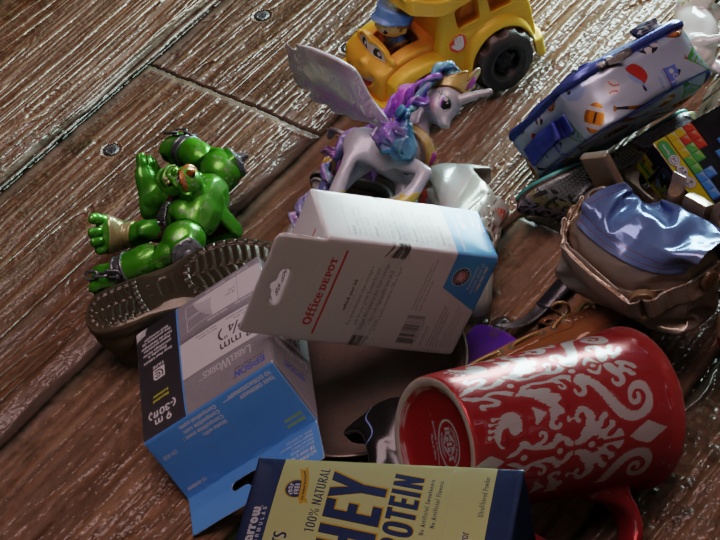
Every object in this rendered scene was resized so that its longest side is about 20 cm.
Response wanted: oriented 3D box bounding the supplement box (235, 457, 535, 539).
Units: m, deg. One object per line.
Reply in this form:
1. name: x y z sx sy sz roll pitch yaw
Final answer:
1. supplement box: 0.024 0.253 1.376 0.198 0.201 0.135 1 44 15

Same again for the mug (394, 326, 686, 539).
1. mug: 0.146 0.137 1.468 0.199 0.134 0.178 -6 52 -33

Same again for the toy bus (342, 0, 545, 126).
1. toy bus: 0.073 -0.265 1.896 0.199 0.193 0.136 -29 48 -15

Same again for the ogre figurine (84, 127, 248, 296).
1. ogre figurine: -0.179 -0.060 1.819 0.119 0.099 0.200 -5 26 33

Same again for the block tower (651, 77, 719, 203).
1. block tower: 0.312 -0.087 1.721 0.058 0.054 0.201 32 67 -6

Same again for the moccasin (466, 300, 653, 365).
1. moccasin: 0.171 0.067 1.624 0.201 0.074 0.078 -30 51 -16

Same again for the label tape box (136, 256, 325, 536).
1. label tape box: -0.114 0.104 1.617 0.144 0.063 0.201 -32 40 18

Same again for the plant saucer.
1. plant saucer: -0.002 0.093 1.661 0.199 0.032 0.201 -7 46 7

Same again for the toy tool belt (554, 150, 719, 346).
1. toy tool belt: 0.259 -0.017 1.568 0.199 0.124 0.125 26 37 32

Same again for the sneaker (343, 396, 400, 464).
1. sneaker: 0.050 0.193 1.522 0.078 0.070 0.201 -26 56 8

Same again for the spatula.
1. spatula: 0.151 0.038 1.693 0.200 0.021 0.056 -39 39 -27

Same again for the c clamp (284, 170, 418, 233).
1. c clamp: -0.043 -0.035 1.806 0.170 0.027 0.200 17 52 27

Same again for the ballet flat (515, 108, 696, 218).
1. ballet flat: 0.244 -0.084 1.769 0.199 0.072 0.072 -26 46 -12

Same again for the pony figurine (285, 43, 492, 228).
1. pony figurine: 0.010 -0.114 1.761 0.192 0.167 0.201 13 69 31

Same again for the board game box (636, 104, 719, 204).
1. board game box: 0.367 -0.059 1.654 0.165 0.057 0.201 -30 77 -16

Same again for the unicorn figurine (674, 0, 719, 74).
1. unicorn figurine: 0.343 -0.238 1.903 0.136 0.074 0.200 -5 29 20

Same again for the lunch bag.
1. lunch bag: 0.225 -0.156 1.755 0.160 0.200 0.076 -28 84 -18

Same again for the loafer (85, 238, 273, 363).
1. loafer: -0.151 0.029 1.735 0.199 0.068 0.076 -15 48 -2

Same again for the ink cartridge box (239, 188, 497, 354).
1. ink cartridge box: 0.000 0.000 1.589 0.199 0.116 0.067 7 40 -23

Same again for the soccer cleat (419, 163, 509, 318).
1. soccer cleat: 0.104 -0.036 1.748 0.077 0.070 0.201 -10 41 -2
